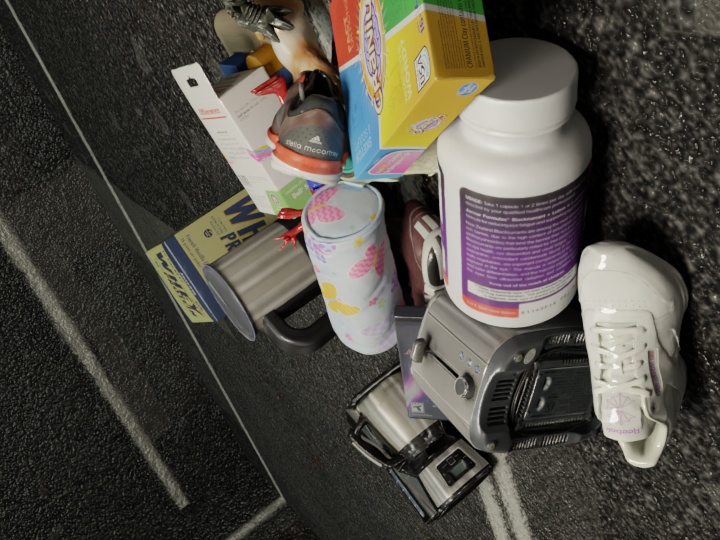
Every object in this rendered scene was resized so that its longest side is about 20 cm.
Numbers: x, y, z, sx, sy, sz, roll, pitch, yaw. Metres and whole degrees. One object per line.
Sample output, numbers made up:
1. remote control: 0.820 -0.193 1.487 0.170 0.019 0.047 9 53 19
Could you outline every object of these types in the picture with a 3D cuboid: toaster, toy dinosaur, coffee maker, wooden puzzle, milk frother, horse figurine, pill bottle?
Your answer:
1. toaster: 0.140 0.078 0.764 0.129 0.199 0.115 37 121 49
2. toy dinosaur: -0.111 -0.286 0.762 0.199 0.103 0.136 27 178 29
3. coffee maker: 0.085 0.244 1.244 0.200 0.134 0.192 51 -176 15
4. wooden puzzle: -0.105 -0.210 1.034 0.185 0.046 0.201 24 144 56
5. milk frother: -0.083 -0.020 1.079 0.180 0.188 0.201 40 156 34
6. horse figurine: -0.062 -0.219 0.856 0.201 0.050 0.133 62 171 7
7. pill bottle: 0.114 -0.063 0.648 0.111 0.111 0.201 39 151 38

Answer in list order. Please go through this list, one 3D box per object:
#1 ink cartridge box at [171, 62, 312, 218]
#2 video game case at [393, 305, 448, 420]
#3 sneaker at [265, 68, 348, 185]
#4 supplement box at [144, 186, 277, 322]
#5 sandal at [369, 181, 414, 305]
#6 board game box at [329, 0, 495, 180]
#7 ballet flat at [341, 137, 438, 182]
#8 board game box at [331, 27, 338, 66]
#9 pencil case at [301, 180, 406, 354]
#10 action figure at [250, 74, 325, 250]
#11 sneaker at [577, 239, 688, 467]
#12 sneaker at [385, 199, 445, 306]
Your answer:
1. ink cartridge box: -0.124 -0.163 0.996 0.201 0.067 0.117 58 161 -22
2. video game case: 0.114 0.106 0.938 0.142 0.019 0.201 2 142 10
3. sneaker: -0.037 -0.133 0.757 0.200 0.076 0.083 -113 37 -69
4. supplement box: -0.194 -0.032 1.305 0.135 0.200 0.200 57 160 -9
5. sandal: 0.038 -0.015 1.005 0.048 0.075 0.202 -99 -8 -68
6. board game box: 0.028 -0.166 0.614 0.200 0.040 0.154 139 123 -71
7. ballet flat: 0.029 -0.104 0.796 0.062 0.068 0.200 30 173 -22
8. board game box: 0.020 -0.203 0.777 0.120 0.032 0.200 53 162 19
9. pencil case: 0.000 0.000 0.899 0.083 0.091 0.201 28 153 31
10. action figure: -0.073 -0.092 0.912 0.201 0.099 0.065 59 178 -19
11. sneaker: 0.208 0.066 0.653 0.074 0.100 0.201 -2 131 31
12. sneaker: 0.076 0.001 0.939 0.116 0.075 0.201 54 160 38
